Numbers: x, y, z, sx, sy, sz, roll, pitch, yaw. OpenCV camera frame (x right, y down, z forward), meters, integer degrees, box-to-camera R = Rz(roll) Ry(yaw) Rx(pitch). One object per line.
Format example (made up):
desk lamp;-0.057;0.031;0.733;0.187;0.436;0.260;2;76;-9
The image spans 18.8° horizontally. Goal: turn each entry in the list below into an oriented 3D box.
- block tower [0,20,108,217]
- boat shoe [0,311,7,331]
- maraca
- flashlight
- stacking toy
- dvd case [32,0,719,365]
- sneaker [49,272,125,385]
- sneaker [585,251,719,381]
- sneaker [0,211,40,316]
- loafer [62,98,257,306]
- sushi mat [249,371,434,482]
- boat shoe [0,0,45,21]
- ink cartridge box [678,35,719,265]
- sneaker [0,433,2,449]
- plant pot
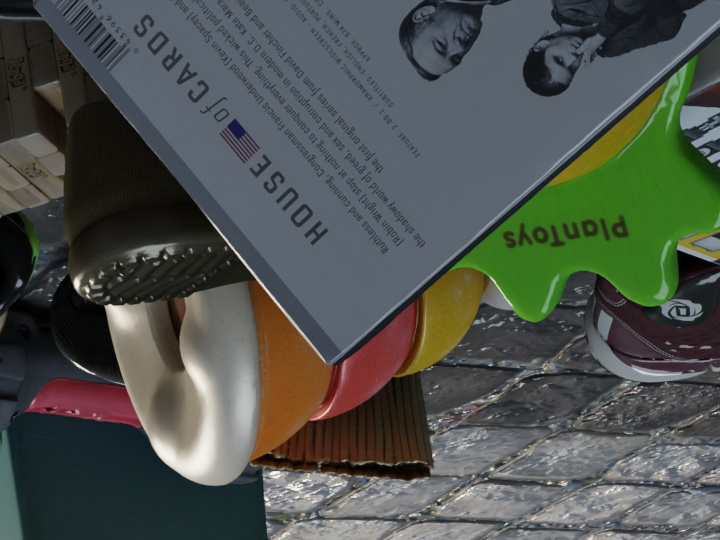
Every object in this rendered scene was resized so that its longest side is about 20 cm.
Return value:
block tower;-0.111;-0.063;0.804;0.200;0.054;0.058;-16;157;12
boat shoe;-0.242;0.055;0.935;0.200;0.074;0.069;-42;134;-12
maraca;0.048;-0.076;0.699;0.137;0.200;0.107;-7;-159;34
flashlight;-0.129;0.066;1.069;0.200;0.068;0.068;9;136;-42
stacking toy;0.000;0.000;0.916;0.200;0.146;0.146;-12;159;-24
dvd case;0.014;-0.088;0.632;0.200;0.150;0.025;-42;174;27
sneaker;-0.040;0.027;1.018;0.200;0.076;0.116;-7;162;-3
sneaker;0.206;0.001;1.039;0.200;0.076;0.116;-11;154;3
sneaker;-0.220;0.022;0.865;0.200;0.077;0.084;-30;-167;-15
loafer;-0.026;-0.033;0.764;0.076;0.068;0.200;-24;169;35
sushi mat;-0.016;0.063;1.019;0.096;0.012;0.200;7;-169;-2
boat shoe;-0.121;-0.106;0.698;0.200;0.057;0.067;-5;156;-13
ink cartridge box;0.138;-0.061;0.824;0.175;0.084;0.200;-27;152;34
sneaker;-0.238;0.078;1.034;0.078;0.085;0.200;-23;151;27
plant pot;-0.128;0.182;1.172;0.141;0.200;0.141;0;155;-21
